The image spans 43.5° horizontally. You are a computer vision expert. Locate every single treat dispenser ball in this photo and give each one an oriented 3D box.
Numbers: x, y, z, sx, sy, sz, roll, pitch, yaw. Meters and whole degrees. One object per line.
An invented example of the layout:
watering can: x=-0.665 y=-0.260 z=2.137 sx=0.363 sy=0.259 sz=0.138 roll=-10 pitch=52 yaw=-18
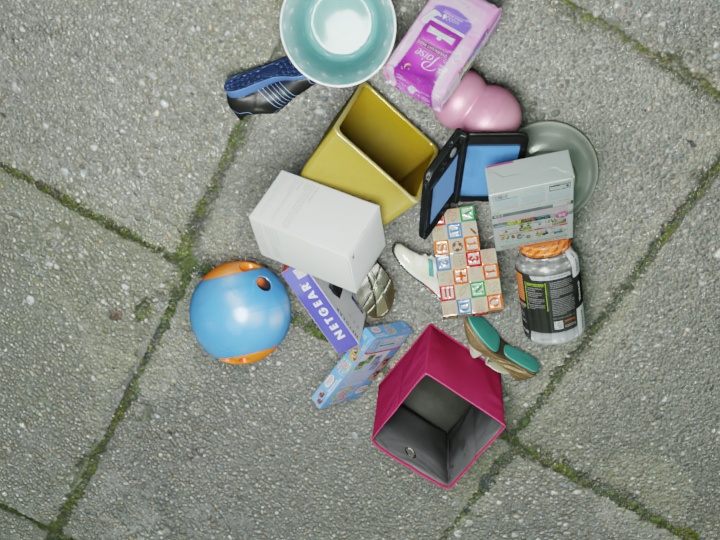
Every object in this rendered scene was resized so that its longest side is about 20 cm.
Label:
treat dispenser ball: x=-0.235 y=0.082 z=1.769 sx=0.198 sy=0.201 sz=0.203 roll=2 pitch=115 yaw=5

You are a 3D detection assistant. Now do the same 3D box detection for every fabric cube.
fabric cube: x=0.156 y=0.271 z=1.816 sx=0.195 sy=0.200 sz=0.201 roll=33 pitch=114 yaw=-10

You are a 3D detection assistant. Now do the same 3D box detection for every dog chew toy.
dog chew toy: x=0.186 y=-0.296 z=1.600 sx=0.199 sy=0.125 sz=0.125 roll=35 pitch=114 yaw=-1

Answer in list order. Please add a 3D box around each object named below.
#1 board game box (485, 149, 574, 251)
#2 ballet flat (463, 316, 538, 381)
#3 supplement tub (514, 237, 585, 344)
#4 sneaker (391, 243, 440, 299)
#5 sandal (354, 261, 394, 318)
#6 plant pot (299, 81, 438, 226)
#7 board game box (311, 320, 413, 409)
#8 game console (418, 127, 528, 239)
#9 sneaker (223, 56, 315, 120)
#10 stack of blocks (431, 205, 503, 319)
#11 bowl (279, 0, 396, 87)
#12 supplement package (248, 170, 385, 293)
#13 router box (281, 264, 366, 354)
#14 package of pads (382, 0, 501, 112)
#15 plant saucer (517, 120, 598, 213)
board game box: x=0.300 y=-0.119 z=1.592 sx=0.146 sy=0.065 sz=0.201 roll=-10 pitch=150 yaw=7
ballet flat: x=0.270 y=0.164 z=1.836 sx=0.199 sy=0.068 sz=0.072 roll=34 pitch=130 yaw=-14
supplement tub: x=0.362 y=0.029 z=1.724 sx=0.121 sy=0.123 sz=0.202 roll=-7 pitch=114 yaw=9
sneaker: x=0.154 y=-0.006 z=1.771 sx=0.199 sy=0.070 sz=0.094 roll=39 pitch=94 yaw=-9
sandal: x=0.000 y=0.000 z=1.790 sx=0.081 sy=0.055 sz=0.201 roll=-36 pitch=92 yaw=3
plant pot: x=-0.007 y=-0.179 z=1.640 sx=0.194 sy=0.196 sz=0.200 roll=40 pitch=129 yaw=-12
board game box: x=0.004 y=0.190 z=1.826 sx=0.037 sy=0.151 sz=0.201 roll=46 pitch=114 yaw=22
game console: x=0.194 y=-0.145 z=1.583 sx=0.116 sy=0.176 sz=0.201 roll=28 pitch=154 yaw=17
sneaker: x=-0.147 y=-0.333 z=1.650 sx=0.198 sy=0.071 sz=0.078 roll=-13 pitch=138 yaw=4
stack of blocks: x=0.199 y=-0.016 z=1.700 sx=0.114 sy=0.059 sz=0.203 roll=-8 pitch=80 yaw=4
bowl: x=-0.036 y=-0.426 z=1.561 sx=0.198 sy=0.105 sz=0.203 roll=1 pitch=109 yaw=3
supplement package: x=-0.072 y=-0.068 z=1.558 sx=0.198 sy=0.117 sz=0.118 roll=22 pitch=151 yaw=21
router box: x=-0.064 y=0.035 z=1.741 sx=0.049 sy=0.180 sz=0.201 roll=-28 pitch=109 yaw=18
package of pads: x=0.139 y=-0.385 z=1.530 sx=0.120 sy=0.076 sz=0.201 roll=32 pitch=84 yaw=13
plant saucer: x=0.343 y=-0.174 z=1.673 sx=0.197 sy=0.050 sz=0.202 roll=3 pitch=115 yaw=6
